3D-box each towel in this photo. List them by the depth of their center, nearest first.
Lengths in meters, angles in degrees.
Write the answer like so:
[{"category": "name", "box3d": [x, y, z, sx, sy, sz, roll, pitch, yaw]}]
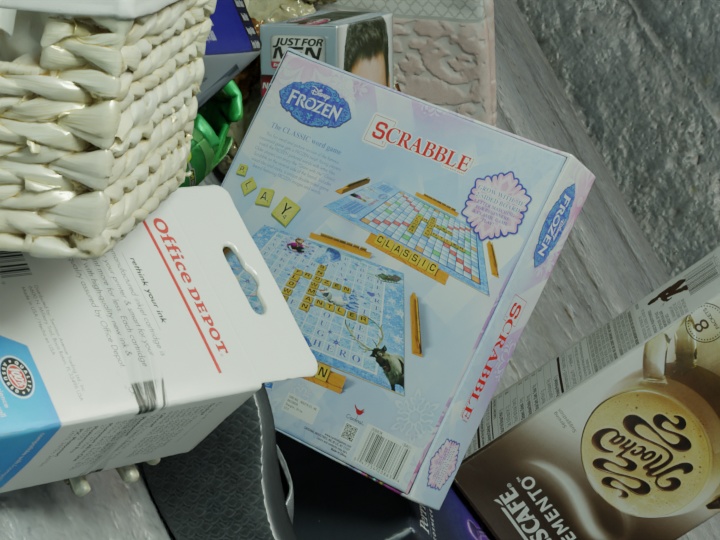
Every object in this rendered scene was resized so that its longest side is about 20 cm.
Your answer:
[{"category": "towel", "box3d": [0.008, -0.180, 1.552, 0.032, 0.199, 0.192, -65, 159, -43]}]

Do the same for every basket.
[{"category": "basket", "box3d": [-0.143, -0.087, 0.846, 0.200, 0.135, 0.124, -61, 159, -76]}]

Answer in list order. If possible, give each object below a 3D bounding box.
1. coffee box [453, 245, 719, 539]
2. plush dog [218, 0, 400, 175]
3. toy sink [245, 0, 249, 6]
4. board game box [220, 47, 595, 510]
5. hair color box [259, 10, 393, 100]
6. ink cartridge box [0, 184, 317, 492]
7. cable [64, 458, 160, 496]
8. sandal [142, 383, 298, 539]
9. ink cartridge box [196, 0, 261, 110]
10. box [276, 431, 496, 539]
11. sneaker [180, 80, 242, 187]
[{"category": "coffee box", "box3d": [0.162, 0.093, 1.159, 0.113, 0.200, 0.080, 52, 12, -11]}, {"category": "plush dog", "box3d": [-0.070, -0.136, 1.470, 0.172, 0.160, 0.200, -74, 150, -48]}, {"category": "toy sink", "box3d": [-0.169, -0.173, 1.204, 0.200, 0.130, 0.112, 49, 17, -31]}, {"category": "board game box", "box3d": [0.000, 0.000, 1.098, 0.200, 0.200, 0.041, 25, -3, 32]}, {"category": "hair color box", "box3d": [-0.021, -0.075, 1.382, 0.099, 0.060, 0.201, -28, 119, -64]}, {"category": "ink cartridge box", "box3d": [-0.126, 0.028, 0.905, 0.200, 0.068, 0.116, -7, 63, -47]}, {"category": "cable", "box3d": [-0.164, 0.021, 0.968, 0.200, 0.050, 0.097, 60, 21, 7]}, {"category": "sandal", "box3d": [-0.063, 0.128, 1.042, 0.043, 0.076, 0.201, 19, 50, -64]}, {"category": "ink cartridge box", "box3d": [-0.110, -0.100, 1.066, 0.041, 0.200, 0.200, 47, 10, -1]}, {"category": "box", "box3d": [0.035, 0.184, 1.164, 0.200, 0.104, 0.148, 48, 18, -31]}, {"category": "sneaker", "box3d": [-0.112, -0.101, 1.321, 0.074, 0.083, 0.200, 51, 14, -22]}]
